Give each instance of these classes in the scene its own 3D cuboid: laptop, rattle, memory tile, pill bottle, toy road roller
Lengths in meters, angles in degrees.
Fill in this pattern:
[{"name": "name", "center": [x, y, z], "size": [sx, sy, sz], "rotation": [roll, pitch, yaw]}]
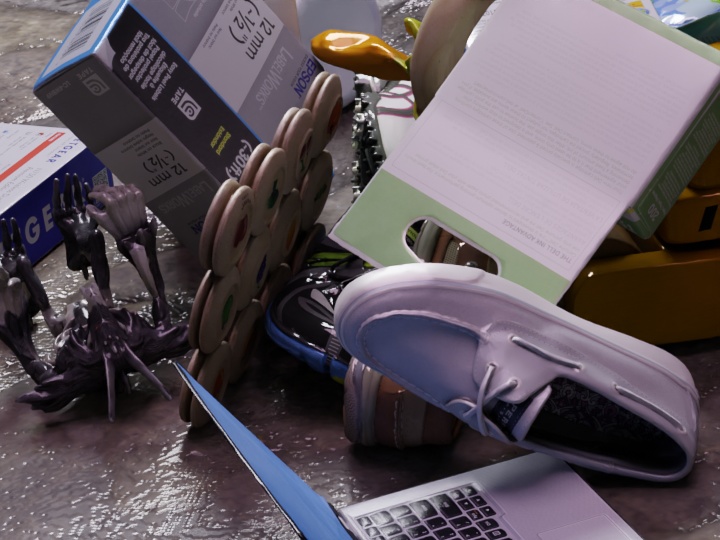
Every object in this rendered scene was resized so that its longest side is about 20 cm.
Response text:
[{"name": "laptop", "center": [0.038, 0.105, 1.135], "size": [0.199, 0.117, 0.187], "rotation": [-14, 27, -17]}, {"name": "rattle", "center": [0.063, -0.188, 1.436], "size": [0.129, 0.201, 0.143], "rotation": [-8, 35, -29]}, {"name": "memory tile", "center": [-0.053, -0.013, 1.367], "size": [0.017, 0.154, 0.200], "rotation": [17, 32, 11]}, {"name": "pill bottle", "center": [-0.086, -0.184, 1.791], "size": [0.106, 0.107, 0.199], "rotation": [-26, 31, -37]}, {"name": "toy road roller", "center": [0.184, -0.047, 1.387], "size": [0.198, 0.147, 0.123], "rotation": [-10, 25, -8]}]

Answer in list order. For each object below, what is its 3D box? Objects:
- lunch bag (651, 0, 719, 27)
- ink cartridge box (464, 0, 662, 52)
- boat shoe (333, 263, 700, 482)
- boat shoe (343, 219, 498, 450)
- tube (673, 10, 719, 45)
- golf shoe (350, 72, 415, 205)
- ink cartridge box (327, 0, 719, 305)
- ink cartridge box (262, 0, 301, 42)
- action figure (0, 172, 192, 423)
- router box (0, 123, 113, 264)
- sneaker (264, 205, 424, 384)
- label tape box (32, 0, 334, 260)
[{"name": "lunch bag", "center": [0.200, -0.181, 1.744], "size": [0.199, 0.083, 0.160], "rotation": [17, 32, 40]}, {"name": "ink cartridge box", "center": [0.136, -0.115, 1.559], "size": [0.135, 0.077, 0.201], "rotation": [-10, 46, -11]}, {"name": "boat shoe", "center": [0.081, 0.059, 1.230], "size": [0.199, 0.072, 0.069], "rotation": [24, 30, -15]}, {"name": "boat shoe", "center": [0.056, 0.027, 1.337], "size": [0.071, 0.076, 0.201], "rotation": [13, 49, 19]}, {"name": "tube", "center": [0.245, -0.107, 1.473], "size": [0.077, 0.199, 0.051], "rotation": [-19, 56, 37]}, {"name": "golf shoe", "center": [0.036, -0.087, 1.596], "size": [0.087, 0.078, 0.200], "rotation": [4, 27, -1]}, {"name": "ink cartridge box", "center": [0.098, -0.058, 1.329], "size": [0.145, 0.048, 0.201], "rotation": [32, 82, 31]}, {"name": "ink cartridge box", "center": [-0.087, -0.126, 1.555], "size": [0.103, 0.201, 0.059], "rotation": [-7, 26, -1]}, {"name": "action figure", "center": [-0.167, 0.012, 1.397], "size": [0.118, 0.103, 0.200], "rotation": [-28, 29, -11]}, {"name": "router box", "center": [-0.287, -0.039, 1.593], "size": [0.178, 0.049, 0.200], "rotation": [6, 28, 24]}, {"name": "sneaker", "center": [0.000, 0.000, 1.393], "size": [0.070, 0.083, 0.200], "rotation": [31, 29, -2]}, {"name": "label tape box", "center": [-0.084, -0.092, 1.452], "size": [0.066, 0.200, 0.144], "rotation": [-28, 26, 40]}]
